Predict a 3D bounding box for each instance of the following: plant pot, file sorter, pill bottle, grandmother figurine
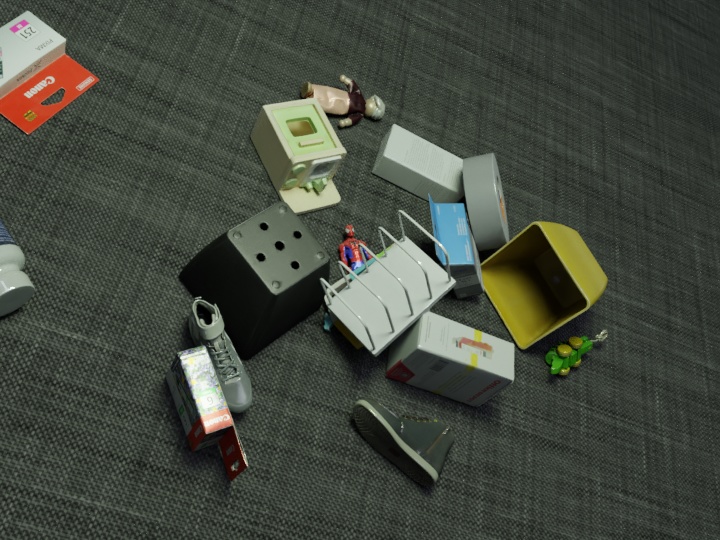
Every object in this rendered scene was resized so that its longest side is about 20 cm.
[{"bbox_3d":[-0.165,-0.002,1.260,0.199,0.178,0.200,-34,82,-37],"label":"plant pot"},{"bbox_3d":[0.044,0.017,1.260,0.200,0.125,0.139,-41,61,-11],"label":"file sorter"},{"bbox_3d":[-0.592,-0.030,1.108,0.111,0.111,0.201,-31,79,-35],"label":"pill bottle"},{"bbox_3d":[-0.034,-0.376,1.611,0.198,0.060,0.123,5,88,-27],"label":"grandmother figurine"},{"bbox_3d":[0.402,0.018,1.528,0.176,0.200,0.201,-15,70,-44],"label":"plant pot"}]

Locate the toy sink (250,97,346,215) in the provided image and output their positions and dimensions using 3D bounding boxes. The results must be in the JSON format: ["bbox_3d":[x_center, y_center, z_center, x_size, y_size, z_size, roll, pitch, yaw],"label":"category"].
[{"bbox_3d":[-0.115,-0.233,1.452,0.129,0.112,0.201,-16,71,-31],"label":"toy sink"}]

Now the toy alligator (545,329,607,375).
[{"bbox_3d":[0.454,0.167,1.548,0.199,0.060,0.054,-26,36,-34],"label":"toy alligator"}]

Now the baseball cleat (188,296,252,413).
[{"bbox_3d":[-0.238,0.138,1.190,0.069,0.107,0.201,-26,71,-20],"label":"baseball cleat"}]

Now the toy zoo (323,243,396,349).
[{"bbox_3d":[0.017,0.055,1.349,0.199,0.020,0.132,-35,66,1],"label":"toy zoo"}]

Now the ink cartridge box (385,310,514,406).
[{"bbox_3d":[0.167,0.168,1.348,0.198,0.145,0.084,21,54,-14],"label":"ink cartridge box"}]

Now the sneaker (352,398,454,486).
[{"bbox_3d":[0.077,0.281,1.293,0.200,0.075,0.106,46,48,-8],"label":"sneaker"}]

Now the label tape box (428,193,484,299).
[{"bbox_3d":[0.196,-0.052,1.455,0.063,0.200,0.145,-12,60,13],"label":"label tape box"}]

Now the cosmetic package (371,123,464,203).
[{"bbox_3d":[0.135,-0.227,1.596,0.199,0.071,0.102,26,54,-12],"label":"cosmetic package"}]

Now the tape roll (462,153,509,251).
[{"bbox_3d":[0.270,-0.146,1.543,0.066,0.201,0.202,-10,59,16],"label":"tape roll"}]

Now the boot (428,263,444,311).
[{"bbox_3d":[0.117,0.052,1.445,0.199,0.073,0.097,-25,107,-48],"label":"boot"}]

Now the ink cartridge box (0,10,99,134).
[{"bbox_3d":[-0.614,-0.367,1.328,0.173,0.044,0.201,36,54,-2],"label":"ink cartridge box"}]

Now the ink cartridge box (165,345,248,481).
[{"bbox_3d":[-0.244,0.232,1.132,0.050,0.109,0.201,-13,70,-31],"label":"ink cartridge box"}]

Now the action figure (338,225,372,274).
[{"bbox_3d":[0.000,0.000,1.418,0.065,0.052,0.202,-11,65,-13],"label":"action figure"}]
